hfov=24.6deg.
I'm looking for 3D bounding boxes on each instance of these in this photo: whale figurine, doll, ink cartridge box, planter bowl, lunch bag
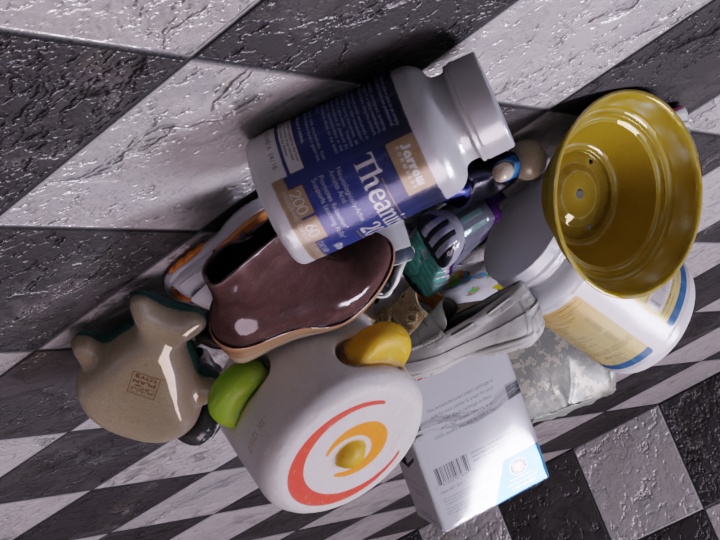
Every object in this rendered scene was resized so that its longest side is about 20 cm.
[{"bbox_3d":[-0.205,0.081,1.626,0.157,0.104,0.201,18,136,-6],"label":"whale figurine"},{"bbox_3d":[0.097,-0.085,1.559,0.198,0.049,0.136,-16,180,-30],"label":"doll"},{"bbox_3d":[0.108,0.167,1.861,0.144,0.202,0.084,-24,-166,-17],"label":"ink cartridge box"},{"bbox_3d":[0.239,-0.075,1.624,0.199,0.203,0.083,-11,-170,-34],"label":"planter bowl"},{"bbox_3d":[0.204,0.089,2.007,0.163,0.202,0.118,-14,162,-30],"label":"lunch bag"}]

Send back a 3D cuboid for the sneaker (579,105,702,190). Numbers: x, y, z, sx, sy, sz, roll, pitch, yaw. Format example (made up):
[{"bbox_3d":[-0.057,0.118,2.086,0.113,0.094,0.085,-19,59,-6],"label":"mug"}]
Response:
[{"bbox_3d":[0.297,-0.091,1.750,0.073,0.088,0.200,-13,162,-29],"label":"sneaker"}]

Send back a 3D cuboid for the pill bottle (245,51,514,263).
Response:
[{"bbox_3d":[0.018,-0.094,1.316,0.198,0.112,0.111,-25,164,8],"label":"pill bottle"}]

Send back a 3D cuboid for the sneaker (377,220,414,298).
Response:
[{"bbox_3d":[0.000,0.000,1.672,0.072,0.071,0.200,-16,165,-20],"label":"sneaker"}]

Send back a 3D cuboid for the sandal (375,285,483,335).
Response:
[{"bbox_3d":[0.078,0.039,1.802,0.209,0.070,0.078,-8,-152,14],"label":"sandal"}]

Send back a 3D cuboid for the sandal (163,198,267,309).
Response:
[{"bbox_3d":[-0.116,-0.003,1.528,0.079,0.060,0.206,-10,160,-37],"label":"sandal"}]

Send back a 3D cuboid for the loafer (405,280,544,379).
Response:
[{"bbox_3d":[0.092,0.062,1.709,0.198,0.070,0.070,-19,-166,18],"label":"loafer"}]

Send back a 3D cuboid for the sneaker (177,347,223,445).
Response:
[{"bbox_3d":[-0.141,0.155,1.771,0.075,0.115,0.200,-48,-165,10],"label":"sneaker"}]

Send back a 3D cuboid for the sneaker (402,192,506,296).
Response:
[{"bbox_3d":[0.094,-0.030,1.691,0.087,0.075,0.200,-29,178,-16],"label":"sneaker"}]

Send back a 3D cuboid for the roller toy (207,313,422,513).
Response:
[{"bbox_3d":[-0.036,0.136,1.601,0.199,0.140,0.183,-30,143,-12],"label":"roller toy"}]

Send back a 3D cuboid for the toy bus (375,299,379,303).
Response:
[{"bbox_3d":[-0.003,0.145,1.928,0.198,0.194,0.136,-24,163,2],"label":"toy bus"}]

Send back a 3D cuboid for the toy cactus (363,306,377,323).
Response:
[{"bbox_3d":[-0.045,0.102,1.742,0.165,0.103,0.199,-46,144,20],"label":"toy cactus"}]

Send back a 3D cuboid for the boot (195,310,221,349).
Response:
[{"bbox_3d":[-0.121,0.075,1.771,0.186,0.065,0.199,-42,158,29],"label":"boot"}]

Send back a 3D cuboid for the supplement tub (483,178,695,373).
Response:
[{"bbox_3d":[0.243,0.005,1.756,0.199,0.146,0.144,33,133,-26],"label":"supplement tub"}]

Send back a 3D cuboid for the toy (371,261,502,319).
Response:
[{"bbox_3d":[0.098,0.009,1.861,0.198,0.048,0.116,-3,148,-19],"label":"toy"}]

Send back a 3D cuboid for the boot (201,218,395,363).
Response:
[{"bbox_3d":[-0.050,-0.002,1.480,0.199,0.072,0.167,-34,155,-16],"label":"boot"}]
